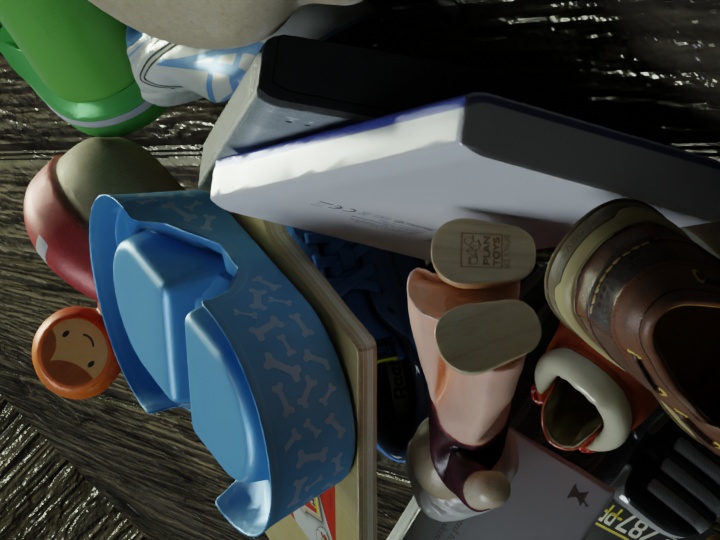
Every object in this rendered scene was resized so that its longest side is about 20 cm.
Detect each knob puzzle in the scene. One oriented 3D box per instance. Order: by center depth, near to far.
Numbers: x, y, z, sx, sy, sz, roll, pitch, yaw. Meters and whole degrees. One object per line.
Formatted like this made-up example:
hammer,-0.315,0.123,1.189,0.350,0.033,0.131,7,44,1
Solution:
knob puzzle,-0.034,0.048,1.252,0.220,0.030,0.221,50,150,44

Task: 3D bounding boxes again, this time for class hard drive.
hard drive,0.042,-0.035,1.105,0.131,0.026,0.200,14,168,-30
hard drive,0.009,-0.056,1.179,0.139,0.033,0.200,9,170,-9

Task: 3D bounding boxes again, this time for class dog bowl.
dog bowl,-0.064,0.034,1.206,0.200,0.049,0.112,46,146,47

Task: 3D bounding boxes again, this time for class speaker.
speaker,-0.161,-0.156,1.372,0.088,0.089,0.200,32,162,36

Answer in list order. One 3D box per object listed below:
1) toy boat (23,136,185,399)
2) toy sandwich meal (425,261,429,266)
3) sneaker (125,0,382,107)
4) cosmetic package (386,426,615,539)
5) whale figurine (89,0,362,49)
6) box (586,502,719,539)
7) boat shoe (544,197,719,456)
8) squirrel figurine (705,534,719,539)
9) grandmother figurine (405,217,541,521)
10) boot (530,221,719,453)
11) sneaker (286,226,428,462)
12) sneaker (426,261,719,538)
toy boat,-0.128,0.019,1.473,0.131,0.131,0.200,47,179,32
toy sandwich meal,0.007,0.008,1.457,0.205,0.070,0.205,44,177,3
sneaker,-0.059,-0.117,1.259,0.200,0.072,0.073,1,112,60
cosmetic package,0.058,0.140,1.343,0.081,0.113,0.200,31,172,3
whale figurine,-0.048,-0.170,1.051,0.159,0.104,0.200,34,147,-22
box,0.197,0.206,1.552,0.161,0.049,0.200,28,161,53
boat shoe,0.156,0.044,1.050,0.200,0.072,0.068,32,-171,-36
squirrel figurine,0.267,0.232,1.336,0.199,0.142,0.186,32,159,-20
grandmother figurine,0.046,0.051,1.160,0.060,0.122,0.200,7,150,2
boot,0.109,0.037,1.175,0.075,0.107,0.200,39,167,5
sneaker,0.000,0.000,1.315,0.078,0.066,0.201,-74,-33,-72
sneaker,0.093,0.063,1.363,0.200,0.075,0.115,44,168,-12
